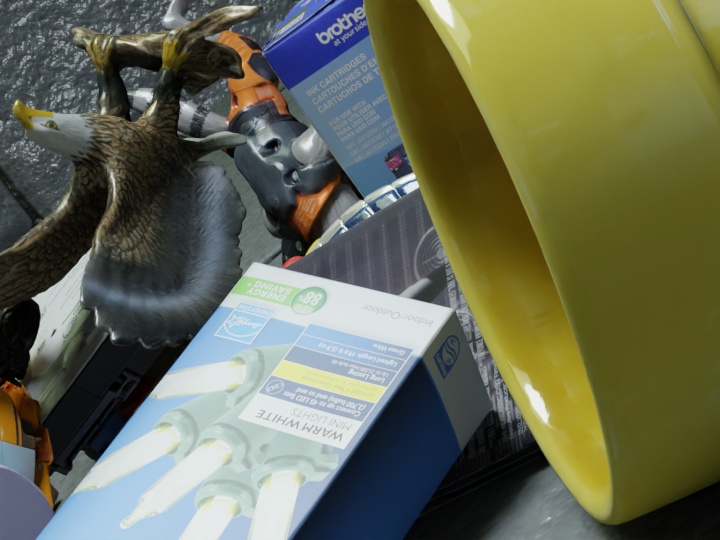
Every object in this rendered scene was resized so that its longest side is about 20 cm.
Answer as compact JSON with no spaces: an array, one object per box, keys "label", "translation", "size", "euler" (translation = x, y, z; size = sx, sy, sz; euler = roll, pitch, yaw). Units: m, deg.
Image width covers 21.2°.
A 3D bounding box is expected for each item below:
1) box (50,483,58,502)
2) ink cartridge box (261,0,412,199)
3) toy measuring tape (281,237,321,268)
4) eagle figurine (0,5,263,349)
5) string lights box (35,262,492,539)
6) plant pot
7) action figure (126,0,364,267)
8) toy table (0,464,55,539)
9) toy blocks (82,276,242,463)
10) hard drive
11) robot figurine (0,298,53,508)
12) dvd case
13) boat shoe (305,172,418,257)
[{"label":"box","translation":[-0.264,0.178,1.177],"size":[0.100,0.075,0.200],"euler":[-36,9,14]},{"label":"ink cartridge box","translation":[0.021,-0.101,1.077],"size":[0.076,0.200,0.137],"euler":[-34,12,17]},{"label":"toy measuring tape","translation":[0.000,0.000,1.061],"size":[0.073,0.074,0.200],"euler":[-31,13,31]},{"label":"eagle figurine","translation":[-0.135,-0.040,1.032],"size":[0.152,0.150,0.201],"euler":[139,143,-66]},{"label":"string lights box","translation":[-0.046,0.094,0.714],"size":[0.102,0.059,0.200],"euler":[12,51,35]},{"label":"plant pot","translation":[0.123,-0.046,0.616],"size":[0.188,0.202,0.201],"euler":[-22,10,-5]},{"label":"action figure","translation":[-0.063,-0.059,1.219],"size":[0.104,0.193,0.201],"euler":[-25,-36,-39]},{"label":"toy table","translation":[-0.225,0.169,0.861],"size":[0.200,0.184,0.117],"euler":[-49,25,-18]},{"label":"toy blocks","translation":[-0.116,0.069,1.139],"size":[0.137,0.100,0.200],"euler":[-54,22,-14]},{"label":"hard drive","translation":[-0.161,0.015,1.151],"size":[0.140,0.038,0.200],"euler":[-51,27,19]},{"label":"robot figurine","translation":[-0.218,0.098,1.066],"size":[0.145,0.058,0.200],"euler":[-55,36,29]},{"label":"dvd case","translation":[0.017,0.037,0.813],"size":[0.200,0.016,0.149],"euler":[-30,48,30]},{"label":"boat shoe","translation":[0.002,0.029,0.910],"size":[0.200,0.072,0.072],"euler":[-41,-34,12]}]
